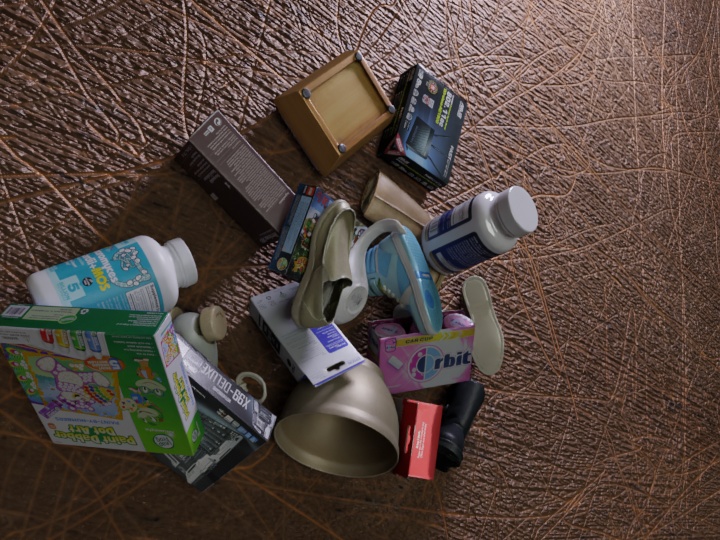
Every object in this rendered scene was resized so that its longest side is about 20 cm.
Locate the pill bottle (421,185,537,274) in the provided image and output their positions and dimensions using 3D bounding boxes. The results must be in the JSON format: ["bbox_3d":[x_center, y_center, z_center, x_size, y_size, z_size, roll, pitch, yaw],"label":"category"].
[{"bbox_3d":[0.212,-0.073,0.961,0.109,0.198,0.114,15,64,-34],"label":"pill bottle"}]

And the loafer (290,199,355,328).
[{"bbox_3d":[-0.041,-0.005,0.810,0.075,0.067,0.205,20,87,-60],"label":"loafer"}]

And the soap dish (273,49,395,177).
[{"bbox_3d":[-0.037,-0.290,0.964,0.200,0.081,0.159,-44,108,-30],"label":"soap dish"}]

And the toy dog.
[{"bbox_3d":[-0.234,0.144,0.763,0.203,0.130,0.096,61,17,-4],"label":"toy dog"}]

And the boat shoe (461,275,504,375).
[{"bbox_3d":[0.251,0.112,1.113,0.070,0.060,0.205,-13,89,7],"label":"boat shoe"}]

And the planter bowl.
[{"bbox_3d":[-0.027,0.223,0.860,0.199,0.199,0.136,38,42,-23],"label":"planter bowl"}]

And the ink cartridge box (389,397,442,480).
[{"bbox_3d":[0.079,0.277,0.897,0.066,0.200,0.119,13,77,-13],"label":"ink cartridge box"}]

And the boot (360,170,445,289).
[{"bbox_3d":[0.080,-0.066,1.028,0.198,0.066,0.178,31,57,-27],"label":"boot"}]

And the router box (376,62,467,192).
[{"bbox_3d":[0.128,-0.286,1.082,0.148,0.062,0.204,26,71,-29],"label":"router box"}]

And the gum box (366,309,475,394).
[{"bbox_3d":[0.112,0.146,0.966,0.195,0.066,0.116,-5,113,-18],"label":"gum box"}]

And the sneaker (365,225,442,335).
[{"bbox_3d":[0.063,0.037,0.950,0.079,0.129,0.204,21,47,-54],"label":"sneaker"}]

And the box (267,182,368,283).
[{"bbox_3d":[-0.058,-0.037,0.874,0.199,0.037,0.139,31,77,-60],"label":"box"}]

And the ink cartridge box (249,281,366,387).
[{"bbox_3d":[-0.087,0.103,0.836,0.098,0.200,0.040,-18,138,-32],"label":"ink cartridge box"}]

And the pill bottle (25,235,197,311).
[{"bbox_3d":[-0.325,0.023,0.721,0.198,0.110,0.113,-27,99,-33],"label":"pill bottle"}]

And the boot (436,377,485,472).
[{"bbox_3d":[0.176,0.272,0.989,0.075,0.201,0.170,23,67,15],"label":"boot"}]

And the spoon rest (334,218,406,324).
[{"bbox_3d":[0.000,0.000,0.907,0.202,0.060,0.099,-56,140,-8],"label":"spoon rest"}]

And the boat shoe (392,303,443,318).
[{"bbox_3d":[0.143,0.108,1.051,0.198,0.071,0.071,31,42,-22],"label":"boat shoe"}]

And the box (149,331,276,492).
[{"bbox_3d":[-0.238,0.191,0.723,0.200,0.157,0.050,44,24,-14],"label":"box"}]

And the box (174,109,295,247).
[{"bbox_3d":[-0.187,-0.136,0.837,0.200,0.099,0.076,45,63,-19],"label":"box"}]

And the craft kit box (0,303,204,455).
[{"bbox_3d":[-0.304,0.134,0.639,0.049,0.195,0.201,-78,168,-52],"label":"craft kit box"}]
